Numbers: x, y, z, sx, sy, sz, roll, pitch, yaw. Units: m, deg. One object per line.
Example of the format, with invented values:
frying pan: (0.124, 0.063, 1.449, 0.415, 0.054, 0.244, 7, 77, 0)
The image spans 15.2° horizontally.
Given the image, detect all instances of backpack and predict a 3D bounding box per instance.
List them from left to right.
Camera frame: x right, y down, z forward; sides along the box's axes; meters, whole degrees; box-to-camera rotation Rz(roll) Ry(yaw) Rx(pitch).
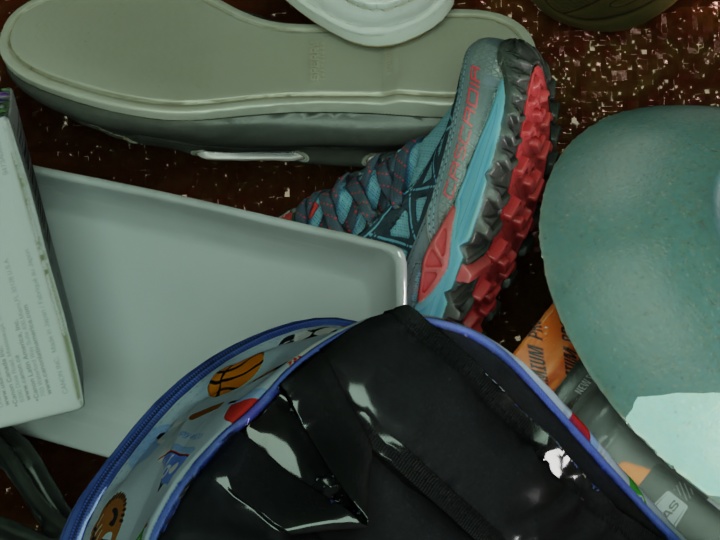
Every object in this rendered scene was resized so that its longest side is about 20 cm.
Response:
backpack: (0.006, 0.108, 0.819, 0.200, 0.154, 0.191, -44, 113, -27)

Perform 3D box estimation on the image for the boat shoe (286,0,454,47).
boat shoe: (-0.030, -0.172, 0.974, 0.071, 0.069, 0.200, -28, 73, -13)

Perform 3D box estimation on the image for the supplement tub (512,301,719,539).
supplement tub: (0.125, 0.098, 0.943, 0.200, 0.123, 0.123, 38, 87, 4)

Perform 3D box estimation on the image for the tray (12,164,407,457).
tray: (-0.063, 0.021, 0.951, 0.200, 0.022, 0.107, 13, 113, 32)

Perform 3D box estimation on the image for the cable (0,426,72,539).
cable: (-0.086, 0.113, 0.941, 0.200, 0.050, 0.097, 13, 55, 30)

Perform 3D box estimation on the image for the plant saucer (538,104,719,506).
plant saucer: (0.158, 0.008, 0.926, 0.201, 0.039, 0.201, 18, 45, -19)

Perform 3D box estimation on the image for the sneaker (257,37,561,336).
sneaker: (0.000, 0.000, 0.948, 0.095, 0.079, 0.200, 28, 114, 10)

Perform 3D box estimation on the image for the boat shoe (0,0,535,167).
boat shoe: (-0.033, -0.063, 0.992, 0.200, 0.057, 0.067, 4, 51, 6)

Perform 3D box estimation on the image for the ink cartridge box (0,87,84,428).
ink cartridge box: (-0.204, 0.014, 0.924, 0.200, 0.050, 0.109, -13, 109, -2)

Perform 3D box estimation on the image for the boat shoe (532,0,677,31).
boat shoe: (0.108, -0.171, 0.952, 0.073, 0.200, 0.065, 15, 46, -7)
